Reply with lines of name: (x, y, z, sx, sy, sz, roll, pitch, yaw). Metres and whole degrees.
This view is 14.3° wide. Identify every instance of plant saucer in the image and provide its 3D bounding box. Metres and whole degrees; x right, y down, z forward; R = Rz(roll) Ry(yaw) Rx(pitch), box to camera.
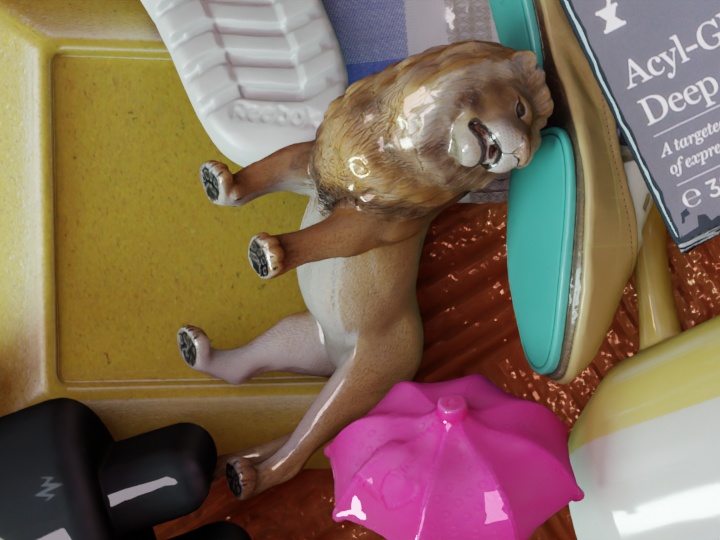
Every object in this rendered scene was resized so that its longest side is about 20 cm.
plant saucer: (-0.068, -0.019, 1.140, 0.048, 0.200, 0.200, -7, 84, 64)

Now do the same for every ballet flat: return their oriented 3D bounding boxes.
ballet flat: (0.087, -0.058, 1.089, 0.063, 0.069, 0.200, -5, 87, -19)

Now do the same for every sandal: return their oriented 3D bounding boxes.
sandal: (-0.056, -0.125, 1.121, 0.082, 0.050, 0.203, -9, 67, -4)

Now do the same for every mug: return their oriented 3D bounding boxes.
mug: (0.165, 0.061, 1.089, 0.153, 0.149, 0.187, -18, 43, 27)

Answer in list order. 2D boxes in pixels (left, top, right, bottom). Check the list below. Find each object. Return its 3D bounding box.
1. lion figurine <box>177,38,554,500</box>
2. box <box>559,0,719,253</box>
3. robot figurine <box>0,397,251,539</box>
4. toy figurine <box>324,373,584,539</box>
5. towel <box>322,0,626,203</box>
lion figurine: (0.000, 0.000, 1.080, 0.073, 0.122, 0.200, 52, 145, 30)
box: (0.139, -0.130, 1.003, 0.148, 0.107, 0.200, -26, 91, 12)
robot figurine: (-0.141, 0.122, 1.059, 0.200, 0.125, 0.150, -19, 59, 3)
toy figurine: (0.028, 0.130, 1.089, 0.150, 0.200, 0.184, 20, 93, 16)
towel: (0.077, -0.101, 1.134, 0.200, 0.024, 0.147, -5, 85, -2)
